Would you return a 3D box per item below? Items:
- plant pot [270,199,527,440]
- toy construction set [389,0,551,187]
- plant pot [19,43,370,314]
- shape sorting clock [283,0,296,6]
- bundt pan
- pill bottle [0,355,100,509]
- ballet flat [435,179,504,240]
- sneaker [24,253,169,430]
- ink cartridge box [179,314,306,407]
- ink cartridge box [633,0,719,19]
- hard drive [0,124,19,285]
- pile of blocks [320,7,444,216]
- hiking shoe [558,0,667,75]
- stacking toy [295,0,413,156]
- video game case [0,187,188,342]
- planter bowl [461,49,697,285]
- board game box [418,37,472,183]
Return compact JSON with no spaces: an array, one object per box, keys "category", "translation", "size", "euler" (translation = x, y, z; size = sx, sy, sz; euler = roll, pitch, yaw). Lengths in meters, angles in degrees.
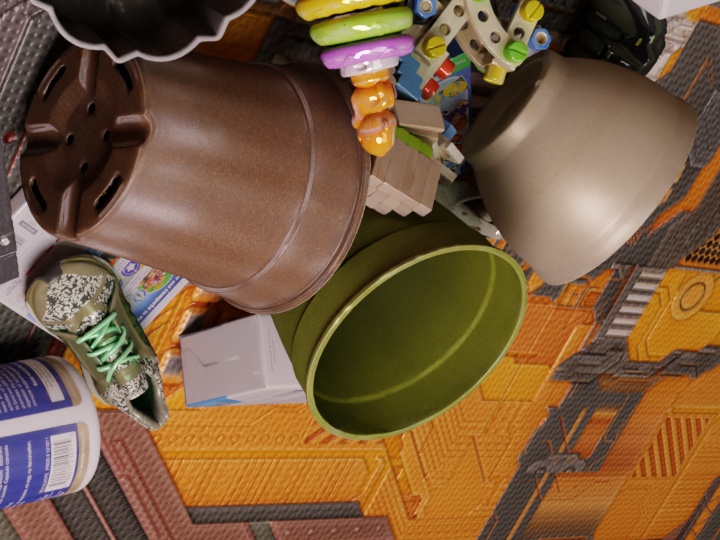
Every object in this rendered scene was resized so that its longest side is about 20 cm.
[{"category":"plant pot","translation":[0.000,0.000,1.495],"size":[0.200,0.193,0.201],"euler":[-22,139,-20]},{"category":"toy construction set","translation":[0.069,-0.164,1.522],"size":[0.131,0.092,0.200],"euler":[41,62,-17]},{"category":"plant pot","translation":[-0.130,-0.081,1.369],"size":[0.198,0.200,0.200],"euler":[14,114,-45]},{"category":"shape sorting clock","translation":[0.003,-0.287,1.428],"size":[0.200,0.039,0.200],"euler":[-24,137,-25]},{"category":"bundt pan","translation":[-0.156,-0.247,1.258],"size":[0.202,0.076,0.202],"euler":[-11,113,-27]},{"category":"pill bottle","translation":[-0.318,0.138,1.454],"size":[0.200,0.116,0.116],"euler":[-9,129,-37]},{"category":"ballet flat","translation":[0.097,-0.048,1.670],"size":[0.200,0.062,0.068],"euler":[-19,137,-54]},{"category":"sneaker","translation":[-0.199,0.061,1.487],"size":[0.077,0.089,0.200],"euler":[-39,141,-8]},{"category":"ink cartridge box","translation":[-0.048,0.080,1.644],"size":[0.200,0.115,0.068],"euler":[2,78,-44]},{"category":"ink cartridge box","translation":[0.239,-0.299,1.503],"size":[0.144,0.200,0.085],"euler":[-20,135,-29]},{"category":"hard drive","translation":[-0.286,-0.100,1.250],"size":[0.038,0.140,0.200],"euler":[-23,138,-25]},{"category":"pile of blocks","translation":[0.012,-0.127,1.442],"size":[0.082,0.200,0.062],"euler":[7,154,-36]},{"category":"hiking shoe","translation":[0.218,-0.188,1.684],"size":[0.101,0.076,0.200],"euler":[-28,140,-27]},{"category":"stacking toy","translation":[-0.001,-0.182,1.345],"size":[0.110,0.116,0.200],"euler":[-14,96,-17]},{"category":"video game case","translation":[-0.219,-0.011,1.491],"size":[0.143,0.018,0.200],"euler":[-47,142,1]},{"category":"planter bowl","translation":[0.174,-0.106,1.596],"size":[0.135,0.200,0.200],"euler":[37,97,-14]},{"category":"board game box","translation":[0.008,-0.108,1.597],"size":[0.200,0.034,0.135],"euler":[-28,139,-21]}]
